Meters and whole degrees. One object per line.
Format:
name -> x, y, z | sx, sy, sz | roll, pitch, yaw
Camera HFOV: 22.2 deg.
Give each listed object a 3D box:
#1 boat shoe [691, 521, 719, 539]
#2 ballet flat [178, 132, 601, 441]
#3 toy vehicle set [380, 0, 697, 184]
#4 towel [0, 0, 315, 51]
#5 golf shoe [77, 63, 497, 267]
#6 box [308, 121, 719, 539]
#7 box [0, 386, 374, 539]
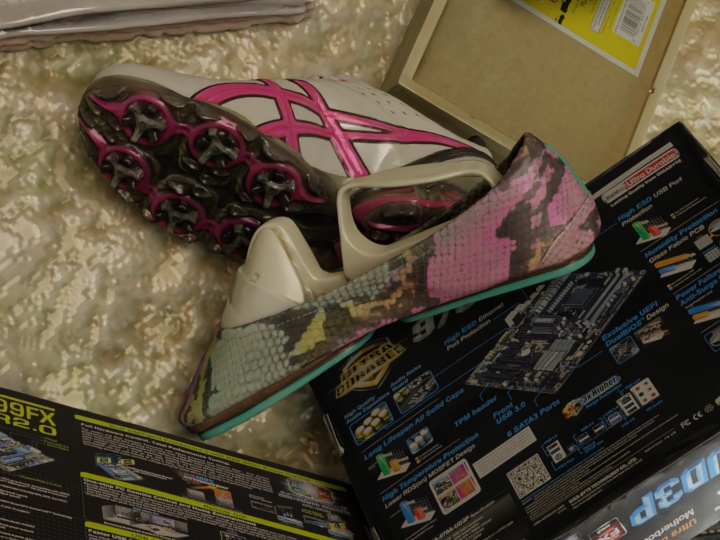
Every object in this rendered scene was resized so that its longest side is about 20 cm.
boat shoe -> 0.183, 0.074, 0.779 | 0.199, 0.062, 0.075 | -12, 83, -23
ballet flat -> 0.000, 0.000, 0.754 | 0.199, 0.069, 0.071 | -26, 101, 18
toy vehicle set -> 0.101, -0.138, 0.901 | 0.124, 0.026, 0.201 | 30, 67, -13
towel -> -0.125, -0.195, 0.820 | 0.199, 0.032, 0.192 | -10, 81, -25
golf shoe -> -0.028, -0.050, 0.810 | 0.199, 0.073, 0.092 | 20, 43, -18
box -> 0.087, 0.047, 0.736 | 0.199, 0.159, 0.046 | -35, 128, 5
box -> -0.083, 0.113, 0.693 | 0.199, 0.160, 0.044 | 18, 108, -18
